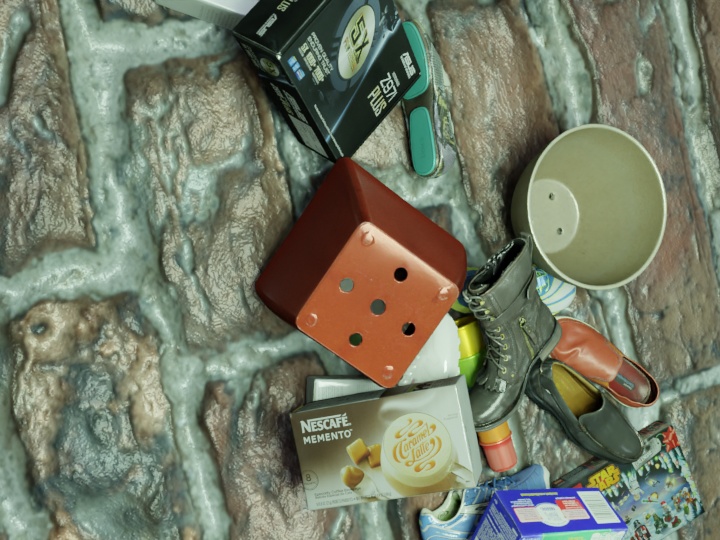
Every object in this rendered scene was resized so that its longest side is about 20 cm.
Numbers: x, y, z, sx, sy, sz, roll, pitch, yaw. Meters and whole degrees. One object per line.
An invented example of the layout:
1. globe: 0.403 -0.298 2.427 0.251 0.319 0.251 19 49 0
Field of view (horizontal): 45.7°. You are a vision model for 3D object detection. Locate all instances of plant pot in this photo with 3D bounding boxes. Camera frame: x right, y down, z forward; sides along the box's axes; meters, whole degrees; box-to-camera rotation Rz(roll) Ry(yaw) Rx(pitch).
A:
1. plant pot: 0.010 0.017 0.977 0.198 0.176 0.202 34 97 -13

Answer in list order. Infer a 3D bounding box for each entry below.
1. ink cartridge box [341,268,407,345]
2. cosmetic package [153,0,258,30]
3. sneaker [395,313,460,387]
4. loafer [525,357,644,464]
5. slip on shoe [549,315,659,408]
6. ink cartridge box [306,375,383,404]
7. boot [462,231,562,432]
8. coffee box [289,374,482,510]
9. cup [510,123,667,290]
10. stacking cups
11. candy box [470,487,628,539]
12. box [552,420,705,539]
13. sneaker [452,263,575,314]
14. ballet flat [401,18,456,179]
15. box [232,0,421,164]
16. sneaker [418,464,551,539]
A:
1. ink cartridge box: 0.000 0.000 1.086 0.144 0.048 0.202 33 99 -12
2. cosmetic package: -0.143 -0.348 1.038 0.196 0.074 0.104 17 85 -14
3. sneaker: 0.070 0.145 1.040 0.079 0.076 0.205 10 84 -7
4. loafer: 0.303 0.189 1.140 0.198 0.072 0.073 36 71 -4
5. slip on shoe: 0.330 0.126 1.172 0.198 0.061 0.075 34 82 -12
6. ink cartridge box: 0.029 0.191 1.087 0.195 0.050 0.112 2 88 -18
7. boot: 0.158 0.074 1.018 0.201 0.069 0.175 -52 135 -15
8. coffee box: 0.030 0.195 0.975 0.195 0.080 0.117 -11 90 14
9. cup: 0.275 -0.077 1.118 0.195 0.143 0.206 0 89 -16
10. stacking cups: 0.157 0.165 1.120 0.059 0.060 0.204 -18 95 -16
11. candy box: 0.212 0.371 1.066 0.166 0.077 0.203 5 121 -25
12. box: 0.372 0.318 1.191 0.197 0.040 0.139 -25 95 -15
13. sneaker: 0.209 0.030 1.115 0.195 0.105 0.078 -2 89 -16
14. ballet flat: 0.088 -0.221 1.114 0.070 0.072 0.205 -9 91 -16
15. box: -0.032 -0.253 1.003 0.164 0.085 0.201 -49 145 -12
16. sneaker: 0.164 0.306 1.110 0.197 0.076 0.078 -29 101 -16
